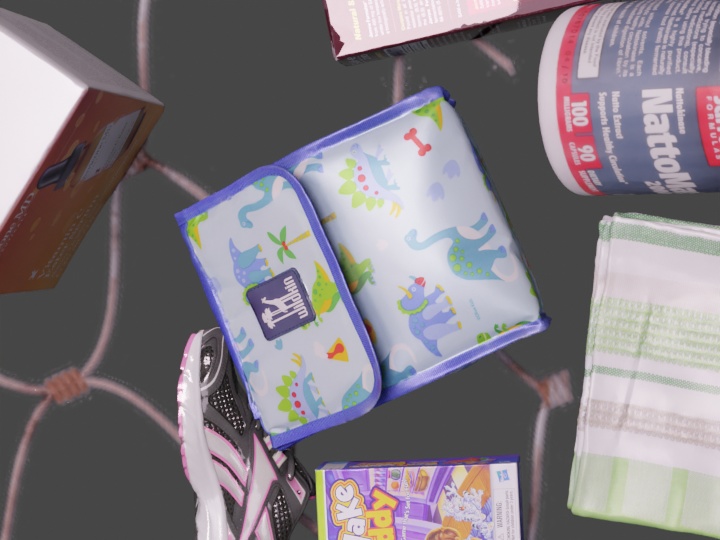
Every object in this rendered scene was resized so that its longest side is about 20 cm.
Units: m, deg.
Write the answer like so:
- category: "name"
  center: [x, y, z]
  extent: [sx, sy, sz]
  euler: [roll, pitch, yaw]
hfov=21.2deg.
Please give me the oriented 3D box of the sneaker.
- category: "sneaker"
  center: [-0.073, 0.133, 1.272]
  extent: [0.086, 0.080, 0.202]
  euler: [-7, 98, -5]

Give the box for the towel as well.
- category: "towel"
  center: [0.214, 0.070, 1.235]
  extent: [0.148, 0.031, 0.202]
  euler: [8, 92, 17]

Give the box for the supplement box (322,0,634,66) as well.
- category: "supplement box"
  center: [0.071, -0.206, 1.242]
  extent: [0.198, 0.061, 0.110]
  euler: [-11, 89, 7]

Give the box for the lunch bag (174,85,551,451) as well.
- category: "lunch bag"
  center: [0.000, 0.000, 1.223]
  extent: [0.199, 0.127, 0.171]
  euler: [-24, 86, 7]

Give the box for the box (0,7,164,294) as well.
- category: "box"
  center: [-0.225, -0.075, 1.214]
  extent: [0.106, 0.200, 0.153]
  euler: [34, 96, 5]

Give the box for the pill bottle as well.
- category: "pill bottle"
  center: [0.219, -0.107, 1.164]
  extent: [0.199, 0.119, 0.121]
  euler: [-1, 91, 31]

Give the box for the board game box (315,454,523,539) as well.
- category: "board game box"
  center: [0.043, 0.226, 1.264]
  extent: [0.133, 0.045, 0.202]
  euler: [-3, 91, 7]
